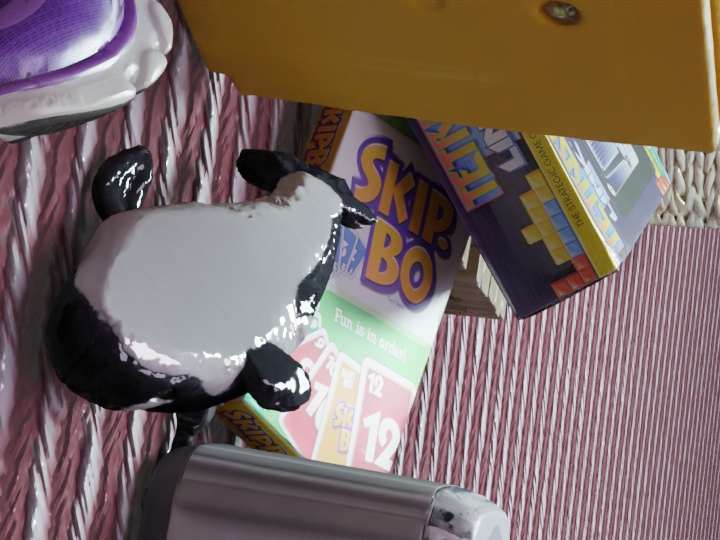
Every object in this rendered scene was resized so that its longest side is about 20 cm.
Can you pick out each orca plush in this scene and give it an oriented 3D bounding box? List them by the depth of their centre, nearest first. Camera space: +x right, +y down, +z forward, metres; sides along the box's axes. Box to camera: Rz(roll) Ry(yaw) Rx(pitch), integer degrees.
[{"bbox_3d":[-0.067,0.008,0.920,0.105,0.071,0.200,44,28,-12],"label":"orca plush"}]

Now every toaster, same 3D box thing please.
[{"bbox_3d":[-0.017,0.147,0.992,0.114,0.128,0.202,26,70,-76],"label":"toaster"}]

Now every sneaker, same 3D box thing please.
[{"bbox_3d":[-0.096,-0.099,0.724,0.201,0.080,0.084,-77,150,-54],"label":"sneaker"}]

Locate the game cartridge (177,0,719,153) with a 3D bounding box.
[{"bbox_3d":[0.026,-0.107,0.910,0.177,0.198,0.033,71,31,-61],"label":"game cartridge"}]

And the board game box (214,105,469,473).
[{"bbox_3d":[0.000,0.000,1.108,0.096,0.030,0.201,47,47,-37],"label":"board game box"}]

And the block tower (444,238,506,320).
[{"bbox_3d":[0.035,-0.026,1.285,0.200,0.054,0.058,53,46,-71],"label":"block tower"}]

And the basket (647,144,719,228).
[{"bbox_3d":[0.301,-0.156,2.108,0.198,0.160,0.201,-59,150,-58],"label":"basket"}]

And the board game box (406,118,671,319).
[{"bbox_3d":[0.061,-0.095,1.169,0.201,0.056,0.165,61,21,-6],"label":"board game box"}]
